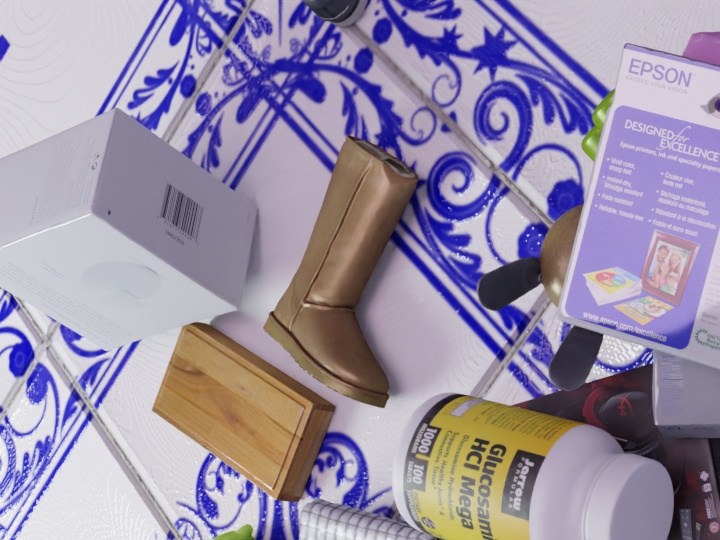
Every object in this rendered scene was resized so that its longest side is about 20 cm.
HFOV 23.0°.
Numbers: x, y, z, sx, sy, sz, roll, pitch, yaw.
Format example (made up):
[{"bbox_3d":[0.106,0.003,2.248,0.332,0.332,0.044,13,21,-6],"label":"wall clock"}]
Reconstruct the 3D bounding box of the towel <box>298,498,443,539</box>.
[{"bbox_3d":[0.012,0.308,1.527,0.164,0.085,0.203,5,87,43],"label":"towel"}]

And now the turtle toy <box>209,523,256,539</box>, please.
[{"bbox_3d":[-0.124,0.330,1.618,0.100,0.146,0.202,17,94,20],"label":"turtle toy"}]

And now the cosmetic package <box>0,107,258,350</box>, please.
[{"bbox_3d":[-0.242,-0.035,1.721,0.199,0.199,0.124,-18,51,37],"label":"cosmetic package"}]

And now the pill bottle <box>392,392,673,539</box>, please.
[{"bbox_3d":[0.129,0.163,1.326,0.199,0.112,0.114,10,89,42],"label":"pill bottle"}]

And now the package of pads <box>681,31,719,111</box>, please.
[{"bbox_3d":[0.337,-0.112,1.290,0.199,0.120,0.076,29,111,41],"label":"package of pads"}]

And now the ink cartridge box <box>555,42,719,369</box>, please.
[{"bbox_3d":[0.253,-0.035,1.218,0.196,0.047,0.202,17,98,22],"label":"ink cartridge box"}]

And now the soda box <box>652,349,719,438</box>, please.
[{"bbox_3d":[0.310,0.083,1.260,0.198,0.068,0.064,-3,75,15],"label":"soda box"}]

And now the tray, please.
[{"bbox_3d":[-0.117,0.133,1.703,0.199,0.037,0.100,29,101,42],"label":"tray"}]

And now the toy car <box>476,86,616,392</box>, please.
[{"bbox_3d":[0.188,-0.015,1.321,0.200,0.158,0.165,-41,81,-6],"label":"toy car"}]

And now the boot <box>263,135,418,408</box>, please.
[{"bbox_3d":[0.000,0.000,1.606,0.175,0.066,0.202,36,104,39],"label":"boot"}]

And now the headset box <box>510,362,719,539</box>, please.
[{"bbox_3d":[0.206,0.162,1.385,0.199,0.075,0.150,-20,70,37],"label":"headset box"}]

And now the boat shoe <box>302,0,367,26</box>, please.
[{"bbox_3d":[-0.014,-0.337,1.682,0.072,0.061,0.202,12,90,42],"label":"boat shoe"}]
